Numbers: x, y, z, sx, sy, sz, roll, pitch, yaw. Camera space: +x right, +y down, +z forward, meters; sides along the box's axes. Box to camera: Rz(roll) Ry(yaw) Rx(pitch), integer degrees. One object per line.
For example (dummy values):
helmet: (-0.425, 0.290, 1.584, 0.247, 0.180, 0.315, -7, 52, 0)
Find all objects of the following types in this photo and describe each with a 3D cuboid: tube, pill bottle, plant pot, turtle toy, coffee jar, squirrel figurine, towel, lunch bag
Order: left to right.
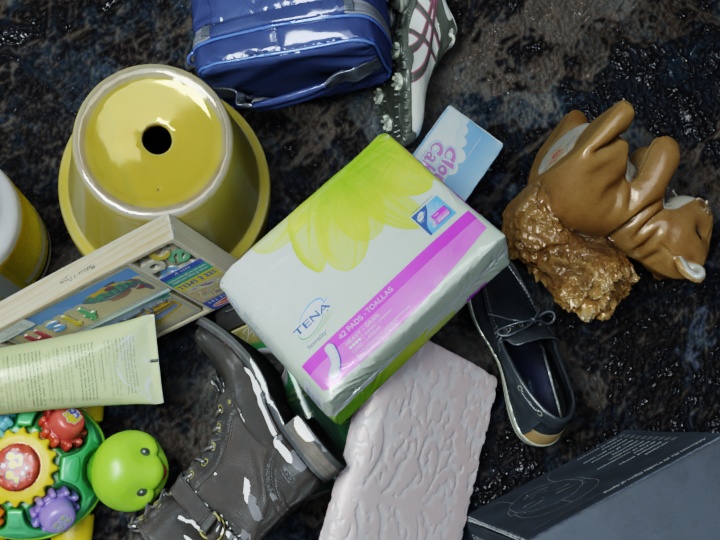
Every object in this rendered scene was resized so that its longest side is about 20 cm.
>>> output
pill bottle: (-0.336, -0.036, 0.785, 0.109, 0.200, 0.113, 1, 79, -8)
tube: (-0.268, 0.089, 0.773, 0.197, 0.059, 0.052, -8, 46, -15)
turtle toy: (-0.267, 0.171, 0.807, 0.197, 0.101, 0.148, 3, 79, -7)
plant pot: (-0.175, -0.087, 0.824, 0.197, 0.189, 0.204, 2, 79, -8)
lunch bag: (-0.071, -0.226, 0.878, 0.197, 0.136, 0.134, -10, 80, 11)
coffee jar: (-0.061, 0.104, 0.848, 0.103, 0.085, 0.203, -22, 82, 28)
towel: (0.048, 0.166, 0.830, 0.032, 0.190, 0.203, 6, 75, 39)
squirrel figurine: (0.248, -0.040, 0.915, 0.186, 0.141, 0.201, 41, 81, -10)

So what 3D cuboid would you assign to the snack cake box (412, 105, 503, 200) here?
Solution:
snack cake box: (0.043, -0.046, 0.883, 0.067, 0.115, 0.201, 36, 77, 0)

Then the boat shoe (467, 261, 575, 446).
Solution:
boat shoe: (0.157, 0.066, 0.892, 0.074, 0.062, 0.203, -6, 67, -23)

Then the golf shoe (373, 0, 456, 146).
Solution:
golf shoe: (0.060, -0.225, 0.941, 0.087, 0.077, 0.203, 2, 85, -22)

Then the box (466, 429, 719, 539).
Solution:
box: (0.222, 0.237, 0.814, 0.198, 0.197, 0.125, -24, 83, -11)

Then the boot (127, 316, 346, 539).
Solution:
boot: (-0.125, 0.156, 0.760, 0.174, 0.069, 0.200, -43, 66, 1)

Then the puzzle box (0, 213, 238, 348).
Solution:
puzzle box: (-0.206, 0.028, 0.791, 0.198, 0.133, 0.026, -26, 63, 15)

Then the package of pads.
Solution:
package of pads: (0.000, 0.000, 0.763, 0.200, 0.068, 0.154, -42, 64, -8)
